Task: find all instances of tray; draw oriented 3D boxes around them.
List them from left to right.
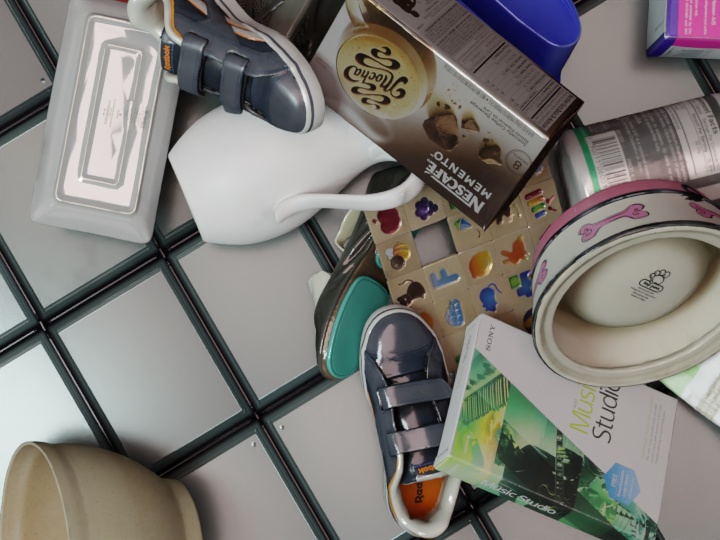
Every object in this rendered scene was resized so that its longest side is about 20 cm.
[{"bbox_3d":[-0.211,-0.131,1.621,0.106,0.022,0.202,11,84,-9],"label":"tray"}]

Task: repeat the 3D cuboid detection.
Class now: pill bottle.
[{"bbox_3d":[0.278,-0.088,1.646,0.198,0.113,0.114,-13,88,-1],"label":"pill bottle"}]

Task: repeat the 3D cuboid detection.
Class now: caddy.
[{"bbox_3d":[0.094,-0.209,1.655,0.200,0.105,0.141,42,63,1],"label":"caddy"}]

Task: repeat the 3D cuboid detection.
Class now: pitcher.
[{"bbox_3d":[-0.052,-0.086,1.623,0.199,0.172,0.122,-23,130,-4],"label":"pitcher"}]

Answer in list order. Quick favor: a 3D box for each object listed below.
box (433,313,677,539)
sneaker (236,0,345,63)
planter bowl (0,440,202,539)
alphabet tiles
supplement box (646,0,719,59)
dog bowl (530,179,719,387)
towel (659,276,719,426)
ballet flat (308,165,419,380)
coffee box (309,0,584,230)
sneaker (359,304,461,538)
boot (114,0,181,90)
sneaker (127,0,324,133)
[{"bbox_3d":[0.169,0.138,1.624,0.199,0.036,0.145,23,57,-11],"label":"box"},{"bbox_3d":[-0.051,-0.264,1.644,0.114,0.076,0.201,26,85,36],"label":"sneaker"},{"bbox_3d":[-0.212,0.241,1.609,0.134,0.200,0.202,-1,88,-27],"label":"planter bowl"},{"bbox_3d":[0.108,0.009,1.657,0.166,0.008,0.202,-21,108,-8],"label":"alphabet tiles"},{"bbox_3d":[0.356,-0.236,1.657,0.198,0.101,0.104,4,87,-1],"label":"supplement box"},{"bbox_3d":[0.231,0.007,1.596,0.198,0.201,0.074,-13,48,-1],"label":"dog bowl"},{"bbox_3d":[0.363,0.086,1.639,0.200,0.031,0.150,40,105,22],"label":"towel"},{"bbox_3d":[0.000,0.000,1.668,0.068,0.068,0.201,17,75,42],"label":"ballet flat"},{"bbox_3d":[0.065,-0.145,1.552,0.200,0.080,0.113,39,130,4],"label":"coffee box"},{"bbox_3d":[0.049,0.132,1.629,0.078,0.079,0.202,-13,105,-11],"label":"sneaker"},{"bbox_3d":[-0.172,-0.153,1.670,0.143,0.072,0.202,6,85,-1],"label":"boot"},{"bbox_3d":[-0.114,-0.171,1.563,0.079,0.079,0.200,-27,54,-30],"label":"sneaker"}]
